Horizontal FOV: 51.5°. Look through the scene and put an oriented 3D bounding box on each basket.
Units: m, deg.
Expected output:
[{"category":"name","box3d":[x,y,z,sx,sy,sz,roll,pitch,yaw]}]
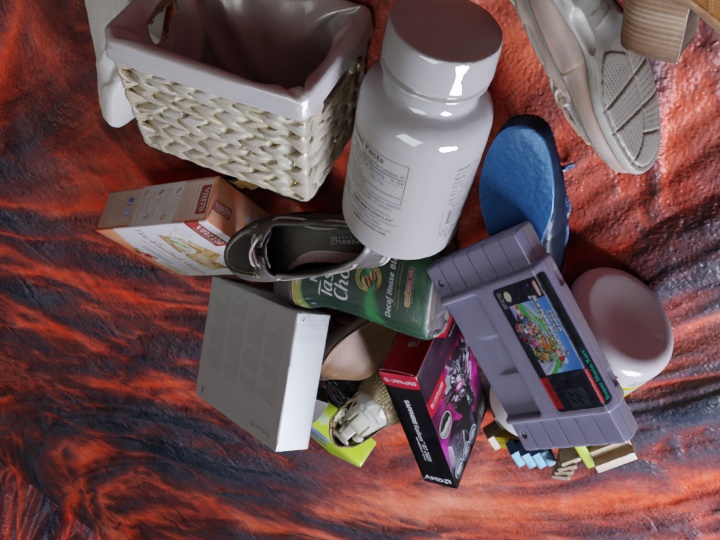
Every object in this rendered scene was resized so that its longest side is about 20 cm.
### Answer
[{"category":"basket","box3d":[-0.101,-0.169,0.660,0.196,0.137,0.125,21,145,15]}]

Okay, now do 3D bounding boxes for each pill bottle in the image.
[{"category":"pill bottle","box3d":[0.049,-0.115,0.621,0.112,0.115,0.202,24,141,10]},{"category":"pill bottle","box3d":[0.205,0.093,0.736,0.108,0.110,0.201,32,142,1]}]

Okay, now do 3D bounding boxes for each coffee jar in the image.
[{"category":"coffee jar","box3d":[0.000,0.000,0.789,0.196,0.085,0.107,12,102,25]}]

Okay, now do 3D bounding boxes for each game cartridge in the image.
[{"category":"game cartridge","box3d":[0.148,0.066,0.662,0.203,0.038,0.129,60,149,-4]}]

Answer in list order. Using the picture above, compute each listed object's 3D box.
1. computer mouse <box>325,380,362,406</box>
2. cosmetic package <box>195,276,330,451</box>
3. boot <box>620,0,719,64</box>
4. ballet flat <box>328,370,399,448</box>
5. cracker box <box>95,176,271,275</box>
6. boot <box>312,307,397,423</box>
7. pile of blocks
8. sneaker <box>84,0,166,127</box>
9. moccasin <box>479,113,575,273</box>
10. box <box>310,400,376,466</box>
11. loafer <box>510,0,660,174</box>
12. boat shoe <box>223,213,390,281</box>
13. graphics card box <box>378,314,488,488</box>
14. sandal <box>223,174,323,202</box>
[{"category":"computer mouse","box3d":[0.002,0.125,0.971,0.197,0.053,0.140,0,130,49]},{"category":"cosmetic package","box3d":[-0.121,0.103,0.878,0.051,0.155,0.198,8,-174,-40]},{"category":"boot","box3d":[0.257,-0.195,0.435,0.197,0.077,0.158,23,138,25]},{"category":"ballet flat","box3d":[0.007,0.180,0.916,0.070,0.065,0.201,42,150,8]},{"category":"cracker box","box3d":[-0.196,-0.046,0.881,0.196,0.059,0.133,-2,154,36]},{"category":"boot","box3d":[-0.042,0.082,0.899,0.200,0.147,0.070,-47,125,11]},{"category":"pile of blocks","box3d":[0.212,0.184,0.852,0.197,0.083,0.063,-13,125,44]},{"category":"sneaker","box3d":[-0.243,-0.240,0.747,0.088,0.075,0.202,39,138,12]},{"category":"moccasin","box3d":[0.147,-0.054,0.659,0.079,0.068,0.203,21,141,28]},{"category":"box","box3d":[-0.078,0.196,1.074,0.200,0.048,0.121,43,163,-13]},{"category":"loafer","box3d":[0.158,-0.162,0.543,0.062,0.072,0.203,4,129,55]},{"category":"boat shoe","box3d":[-0.063,-0.025,0.740,0.195,0.057,0.069,-4,90,25]},{"category":"graphics card box","box3d":[0.089,0.137,0.854,0.050,0.127,0.203,5,133,29]},{"category":"sandal","box3d":[-0.130,-0.126,0.787,0.197,0.055,0.082,32,143,2]}]
